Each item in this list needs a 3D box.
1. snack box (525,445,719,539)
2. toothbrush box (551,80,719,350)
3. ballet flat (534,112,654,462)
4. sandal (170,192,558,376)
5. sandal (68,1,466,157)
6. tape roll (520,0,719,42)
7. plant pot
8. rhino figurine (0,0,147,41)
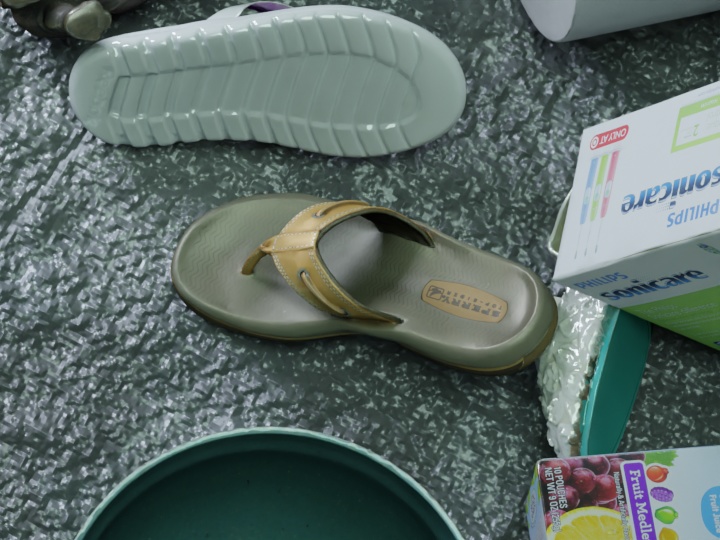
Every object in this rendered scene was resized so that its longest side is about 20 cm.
[{"bbox_3d":[0.188,0.154,1.360,0.200,0.053,0.142,-4,58,-5],"label":"snack box"},{"bbox_3d":[0.218,-0.010,1.364,0.200,0.146,0.086,20,71,-25],"label":"toothbrush box"},{"bbox_3d":[0.121,0.008,1.438,0.072,0.072,0.200,20,71,2],"label":"ballet flat"},{"bbox_3d":[0.000,0.000,1.410,0.200,0.054,0.080,13,67,19],"label":"sandal"},{"bbox_3d":[-0.047,-0.105,1.454,0.202,0.083,0.050,1,30,-3],"label":"sandal"},{"bbox_3d":[0.145,-0.225,1.430,0.139,0.203,0.203,-11,74,-8],"label":"tape roll"},{"bbox_3d":[-0.044,0.185,1.325,0.200,0.134,0.200,1,74,-4],"label":"plant pot"},{"bbox_3d":[-0.099,-0.175,1.459,0.200,0.087,0.060,-28,107,-13],"label":"rhino figurine"}]
